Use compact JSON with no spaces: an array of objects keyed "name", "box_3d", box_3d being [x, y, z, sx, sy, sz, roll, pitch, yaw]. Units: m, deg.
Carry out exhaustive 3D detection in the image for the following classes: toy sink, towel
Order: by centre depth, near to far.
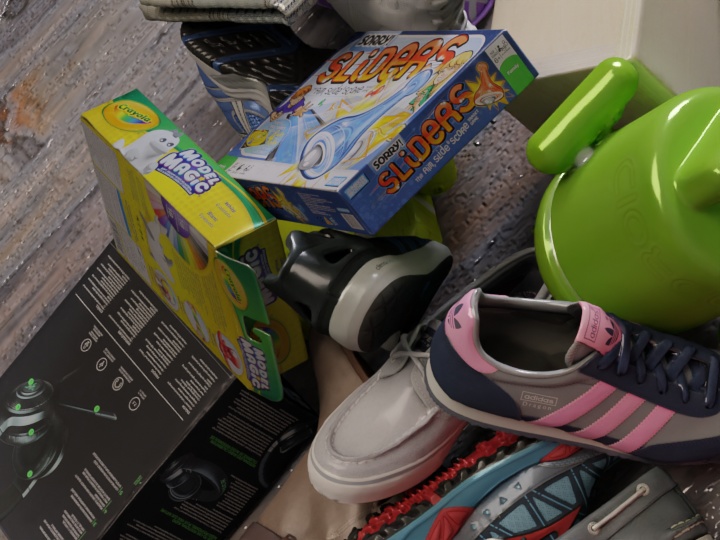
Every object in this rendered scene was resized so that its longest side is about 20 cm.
[{"name":"toy sink","box_3d":[0.158,-0.172,1.408,0.112,0.130,0.200,-8,61,36]},{"name":"towel","box_3d":[-0.041,-0.227,1.503,0.193,0.035,0.200,-48,27,-20]}]

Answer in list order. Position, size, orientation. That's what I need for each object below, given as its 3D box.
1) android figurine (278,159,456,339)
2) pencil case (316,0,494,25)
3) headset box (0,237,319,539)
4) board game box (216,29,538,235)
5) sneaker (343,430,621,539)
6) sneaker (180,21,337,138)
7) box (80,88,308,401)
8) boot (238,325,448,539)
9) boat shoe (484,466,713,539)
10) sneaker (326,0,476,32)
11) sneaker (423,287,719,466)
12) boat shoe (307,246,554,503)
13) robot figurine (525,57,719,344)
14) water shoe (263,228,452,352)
[{"name":"android figurine","box_3d":[-0.015,-0.037,1.533,0.182,0.041,0.200,-29,48,23]},{"name":"pencil case","box_3d":[0.004,-0.215,1.589,0.200,0.086,0.084,17,64,42]},{"name":"headset box","box_3d":[-0.153,0.112,1.520,0.200,0.093,0.174,-51,45,4]},{"name":"board game box","box_3d":[0.003,-0.083,1.362,0.135,0.034,0.200,-44,20,-15]},{"name":"sneaker","box_3d":[0.087,0.143,1.330,0.200,0.096,0.079,-32,8,-4]},{"name":"sneaker","box_3d":[-0.034,-0.102,1.517,0.076,0.077,0.200,-36,56,-17]},{"name":"box","box_3d":[-0.095,-0.015,1.425,0.048,0.117,0.200,-27,43,-18]},{"name":"boot","box_3d":[-0.024,0.138,1.408,0.146,0.070,0.200,-40,52,4]},{"name":"boat shoe","box_3d":[0.091,0.169,1.270,0.200,0.073,0.062,-25,77,1]},{"name":"sneaker","box_3d":[0.053,-0.160,1.436,0.074,0.116,0.200,-40,11,-17]},{"name":"sneaker","box_3d":[0.137,0.054,1.262,0.200,0.082,0.070,6,56,-3]},{"name":"boat shoe","box_3d":[0.047,0.056,1.347,0.200,0.069,0.072,-32,50,-25]},{"name":"robot figurine","box_3d":[0.172,-0.028,1.289,0.116,0.175,0.200,-55,11,-30]},{"name":"water shoe","box_3d":[0.000,0.000,1.365,0.079,0.200,0.072,31,94,9]}]
